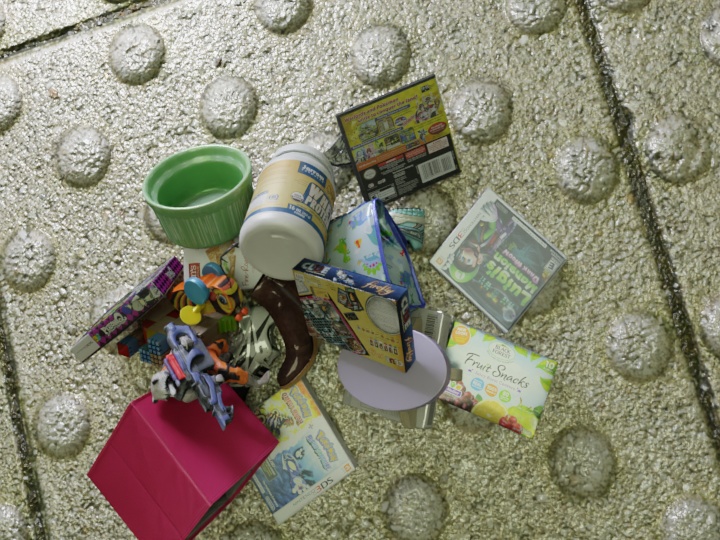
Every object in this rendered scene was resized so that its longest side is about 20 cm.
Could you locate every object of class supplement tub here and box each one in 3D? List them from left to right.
[{"bbox_3d":[-0.118,-0.104,0.928,0.139,0.147,0.205,5,51,5],"label":"supplement tub"}]

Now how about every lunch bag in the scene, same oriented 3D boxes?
[{"bbox_3d":[0.000,0.000,0.951,0.167,0.126,0.206,-24,83,30],"label":"lunch bag"}]

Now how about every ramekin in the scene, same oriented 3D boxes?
[{"bbox_3d":[-0.284,-0.133,0.983,0.193,0.100,0.204,-4,43,4],"label":"ramekin"}]

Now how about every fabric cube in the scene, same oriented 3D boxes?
[{"bbox_3d":[-0.297,0.320,0.916,0.199,0.195,0.202,43,115,9],"label":"fabric cube"}]

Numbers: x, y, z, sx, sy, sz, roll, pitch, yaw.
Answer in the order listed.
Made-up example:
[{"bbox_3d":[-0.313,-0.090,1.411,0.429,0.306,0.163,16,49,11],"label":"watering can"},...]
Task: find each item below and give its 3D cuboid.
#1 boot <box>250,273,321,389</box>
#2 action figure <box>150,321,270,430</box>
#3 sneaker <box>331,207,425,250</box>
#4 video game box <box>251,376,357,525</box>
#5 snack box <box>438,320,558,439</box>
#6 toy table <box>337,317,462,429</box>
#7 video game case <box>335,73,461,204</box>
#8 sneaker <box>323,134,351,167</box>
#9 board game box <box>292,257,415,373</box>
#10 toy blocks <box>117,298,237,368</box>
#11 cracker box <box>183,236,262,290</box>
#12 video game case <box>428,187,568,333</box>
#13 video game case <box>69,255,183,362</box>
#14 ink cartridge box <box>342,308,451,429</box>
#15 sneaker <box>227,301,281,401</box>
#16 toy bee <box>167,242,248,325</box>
[{"bbox_3d":[-0.139,0.092,0.984,0.165,0.072,0.203,38,75,-24],"label":"boot"},{"bbox_3d":[-0.244,0.184,0.873,0.202,0.190,0.106,55,128,30],"label":"action figure"},{"bbox_3d":[0.027,-0.066,1.008,0.193,0.078,0.090,-5,89,5],"label":"sneaker"},{"bbox_3d":[-0.130,0.332,1.010,0.180,0.047,0.203,-35,84,0],"label":"video game box"},{"bbox_3d":[0.239,0.195,0.982,0.194,0.053,0.146,20,87,8],"label":"snack box"},{"bbox_3d":[0.071,0.167,0.899,0.195,0.116,0.190,12,84,32],"label":"toy table"},{"bbox_3d":[0.073,-0.234,0.998,0.195,0.026,0.186,-22,108,-2],"label":"video game case"},{"bbox_3d":[0.015,-0.275,1.029,0.102,0.060,0.204,30,92,1],"label":"sneaker"},{"bbox_3d":[-0.011,0.067,0.835,0.195,0.035,0.139,16,131,33],"label":"board game box"},{"bbox_3d":[-0.340,0.118,0.970,0.194,0.137,0.103,12,117,20],"label":"toy blocks"},{"bbox_3d":[-0.239,-0.030,1.036,0.193,0.058,0.139,-4,85,5],"label":"cracker box"},{"bbox_3d":[0.256,-0.019,1.011,0.199,0.023,0.183,41,91,6],"label":"video game case"},{"bbox_3d":[-0.412,0.062,0.976,0.180,0.200,0.036,-39,107,3],"label":"video game case"},{"bbox_3d":[0.066,0.167,0.996,0.172,0.044,0.207,8,82,33],"label":"ink cartridge box"},{"bbox_3d":[-0.197,0.169,1.011,0.086,0.074,0.207,13,88,7],"label":"sneaker"},{"bbox_3d":[-0.247,0.047,0.913,0.131,0.198,0.110,-42,103,-29],"label":"toy bee"}]
